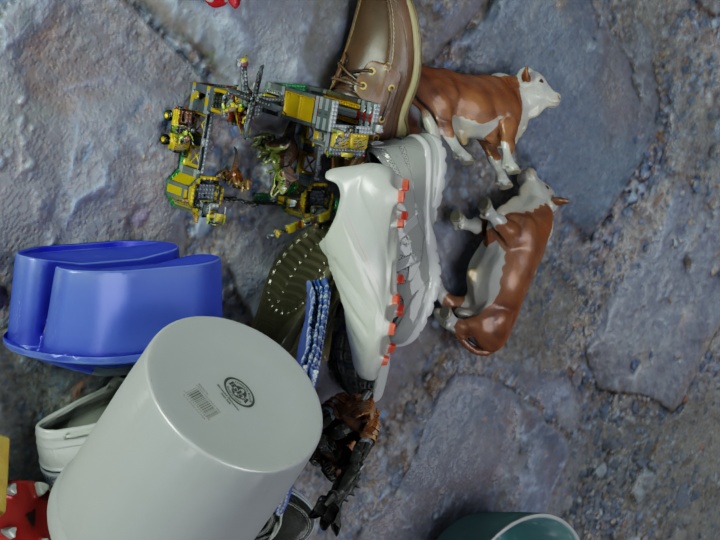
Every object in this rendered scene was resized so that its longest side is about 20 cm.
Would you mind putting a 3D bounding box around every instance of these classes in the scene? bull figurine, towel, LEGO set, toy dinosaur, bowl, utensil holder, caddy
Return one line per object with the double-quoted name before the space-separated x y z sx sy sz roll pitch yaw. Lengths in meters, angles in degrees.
"bull figurine" 0.139 -0.014 1.980 0.121 0.065 0.201 20 86 -40
"towel" -0.054 0.105 1.700 0.024 0.200 0.146 11 112 -2
"LEGO set" -0.069 -0.102 1.736 0.199 0.116 0.155 11 96 -43
"toy dinosaur" -0.028 0.157 1.824 0.136 0.102 0.200 -53 161 -22
"bowl" 0.136 0.340 2.072 0.200 0.105 0.202 -14 112 -38
"utensil holder" -0.142 0.159 1.584 0.169 0.170 0.200 -4 142 -41
"bull figurine" 0.116 -0.150 1.911 0.199 0.065 0.122 4 68 -35
"caddy" -0.206 0.038 1.644 0.199 0.141 0.106 -5 104 -40

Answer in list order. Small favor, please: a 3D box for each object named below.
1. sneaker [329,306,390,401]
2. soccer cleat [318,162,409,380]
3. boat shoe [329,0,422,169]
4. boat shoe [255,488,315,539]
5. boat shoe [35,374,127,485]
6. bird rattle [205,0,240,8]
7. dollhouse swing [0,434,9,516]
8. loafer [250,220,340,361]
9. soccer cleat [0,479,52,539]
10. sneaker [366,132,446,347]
"sneaker" 0.021 0.034 1.895 0.087 0.074 0.201 -8 110 -45
"soccer cleat" 0.000 0.000 1.745 0.069 0.077 0.201 -59 154 -71
"boat shoe" 0.009 -0.173 1.815 0.067 0.072 0.201 -10 112 -41
"boat shoe" -0.108 0.234 1.841 0.199 0.071 0.072 18 91 -44
"boat shoe" -0.198 0.121 1.723 0.200 0.073 0.066 -30 126 -33
"bird rattle" -0.088 -0.315 1.692 0.199 0.113 0.164 -11 99 -25
"dollhouse swing" -0.408 0.128 1.565 0.199 0.176 0.182 18 133 -44
"loafer" -0.058 0.047 1.830 0.067 0.076 0.201 27 95 -44
"soccer cleat" -0.267 0.222 1.684 0.199 0.085 0.069 12 67 -49
"sneaker" 0.026 -0.029 1.809 0.082 0.075 0.201 2 91 -28
